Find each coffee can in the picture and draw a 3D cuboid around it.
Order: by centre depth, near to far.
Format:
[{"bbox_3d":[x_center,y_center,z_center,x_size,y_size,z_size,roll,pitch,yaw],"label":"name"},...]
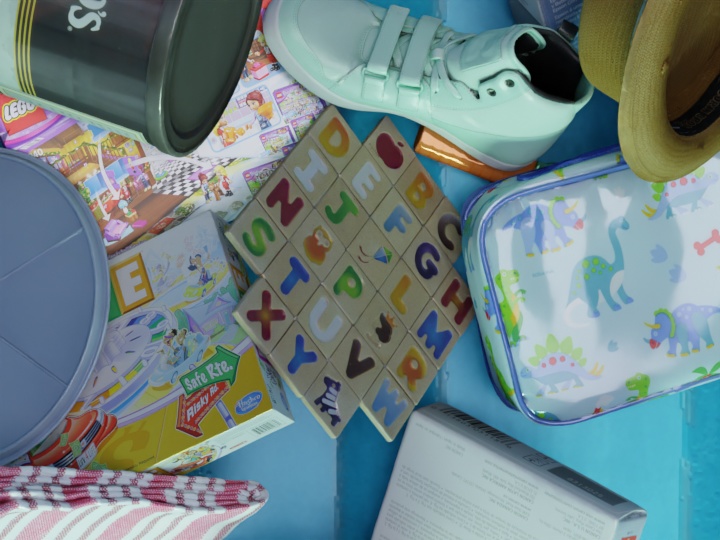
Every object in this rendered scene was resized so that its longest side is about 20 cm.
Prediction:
[{"bbox_3d":[-0.172,-0.165,1.128,0.198,0.146,0.148,19,91,12],"label":"coffee can"}]

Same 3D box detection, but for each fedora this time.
[{"bbox_3d":[0.186,-0.154,1.152,0.081,0.200,0.202,26,89,31],"label":"fedora"}]

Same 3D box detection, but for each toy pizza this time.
[{"bbox_3d":[-0.234,0.025,1.181,0.198,0.032,0.202,-5,75,21],"label":"toy pizza"}]

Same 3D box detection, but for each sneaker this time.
[{"bbox_3d":[0.046,-0.137,1.187,0.199,0.118,0.074,22,64,-15],"label":"sneaker"}]

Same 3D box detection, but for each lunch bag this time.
[{"bbox_3d":[0.168,-0.001,1.236,0.198,0.082,0.162,-17,98,-8],"label":"lunch bag"}]

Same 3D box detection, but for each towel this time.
[{"bbox_3d":[-0.169,0.166,1.157,0.199,0.146,0.030,8,52,-39],"label":"towel"}]

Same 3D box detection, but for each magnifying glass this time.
[{"bbox_3d":[0.129,-0.054,1.276,0.198,0.022,0.080,20,90,-9],"label":"magnifying glass"}]

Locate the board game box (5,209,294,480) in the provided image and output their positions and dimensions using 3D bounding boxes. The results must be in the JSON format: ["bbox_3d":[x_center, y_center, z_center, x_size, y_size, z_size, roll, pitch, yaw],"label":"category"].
[{"bbox_3d":[-0.150,0.068,1.172,0.199,0.034,0.135,-26,65,13],"label":"board game box"}]

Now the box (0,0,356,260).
[{"bbox_3d":[-0.119,-0.090,1.226,0.199,0.039,0.138,-24,97,-6],"label":"box"}]

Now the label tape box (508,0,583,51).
[{"bbox_3d":[0.149,-0.230,1.192,0.142,0.066,0.201,-30,136,-5],"label":"label tape box"}]

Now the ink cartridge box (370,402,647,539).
[{"bbox_3d":[0.077,0.208,1.234,0.161,0.050,0.202,26,108,31],"label":"ink cartridge box"}]

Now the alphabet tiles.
[{"bbox_3d":[0.000,0.000,1.197,0.167,0.006,0.200,52,46,-17],"label":"alphabet tiles"}]
